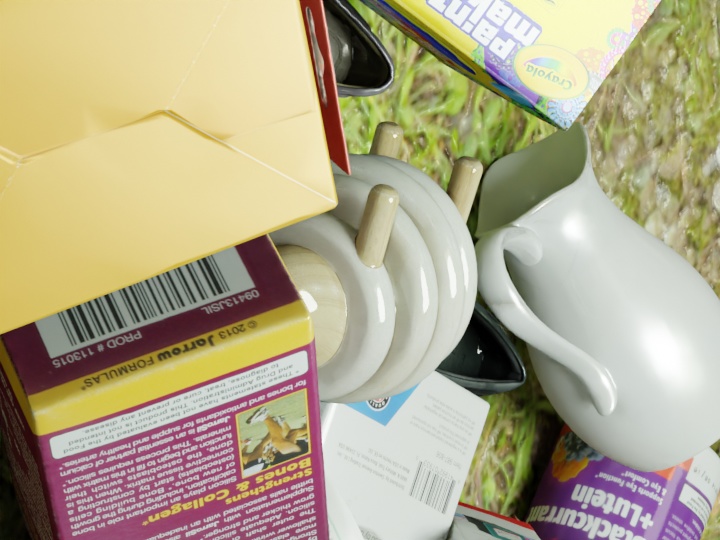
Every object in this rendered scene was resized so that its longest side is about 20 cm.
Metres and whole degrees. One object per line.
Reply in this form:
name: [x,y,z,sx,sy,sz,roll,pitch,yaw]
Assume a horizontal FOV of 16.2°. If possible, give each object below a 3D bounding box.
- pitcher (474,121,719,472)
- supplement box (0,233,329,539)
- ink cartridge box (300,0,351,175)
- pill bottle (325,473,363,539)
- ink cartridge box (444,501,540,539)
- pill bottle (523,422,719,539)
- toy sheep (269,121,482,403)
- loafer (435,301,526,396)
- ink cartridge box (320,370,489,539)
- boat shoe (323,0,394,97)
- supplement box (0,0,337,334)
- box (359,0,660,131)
pitcher: [0.141,0.033,1.527,0.200,0.121,0.172,56,34,-14]
supplement box: [-0.093,0.067,1.144,0.131,0.103,0.200,-19,142,-15]
ink cartridge box: [-0.067,-0.115,1.176,0.050,0.200,0.109,-17,114,-15]
pill bottle: [-0.098,0.177,1.257,0.200,0.113,0.113,-23,119,-18]
ink cartridge box: [0.062,0.206,1.495,0.200,0.067,0.117,-136,-115,-82]
pill bottle: [0.151,0.196,1.633,0.111,0.111,0.200,45,63,-47]
toy sheep: [0.000,0.000,1.276,0.200,0.138,0.138,-16,110,-55]
loafer: [0.031,0.022,1.472,0.200,0.070,0.068,37,69,-49]
ink cartridge box: [-0.023,0.140,1.418,0.145,0.084,0.201,33,72,-50]
boat shoe: [-0.054,-0.142,1.327,0.200,0.065,0.072,30,78,-47]
supplement box: [-0.150,-0.082,1.061,0.197,0.200,0.133,-21,117,-21]
box: [0.031,-0.190,1.251,0.200,0.193,0.122,35,93,-22]
